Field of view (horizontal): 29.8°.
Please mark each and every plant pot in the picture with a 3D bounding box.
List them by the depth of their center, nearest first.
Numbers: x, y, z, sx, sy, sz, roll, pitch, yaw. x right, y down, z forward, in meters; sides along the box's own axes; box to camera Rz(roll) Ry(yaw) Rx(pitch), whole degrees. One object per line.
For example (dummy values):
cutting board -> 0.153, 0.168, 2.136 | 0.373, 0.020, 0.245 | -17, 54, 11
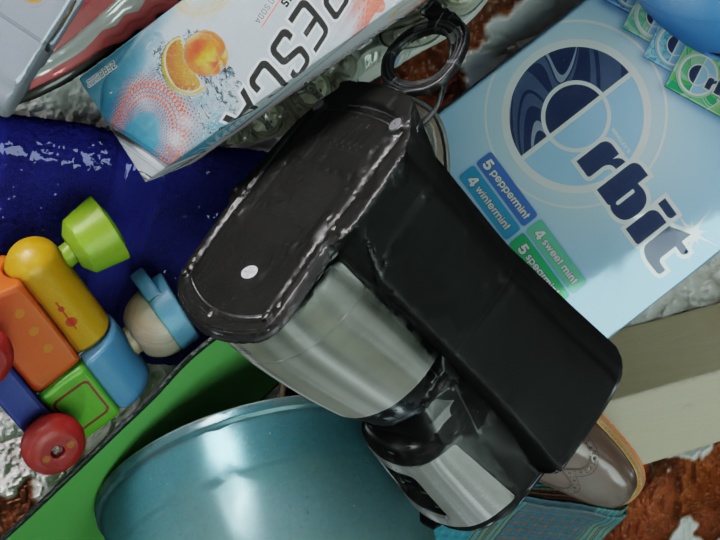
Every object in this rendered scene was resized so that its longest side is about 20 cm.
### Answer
plant pot -> -0.038, 0.203, 0.774 | 0.199, 0.189, 0.200 | -13, 149, -8

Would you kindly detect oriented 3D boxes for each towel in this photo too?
towel -> -0.131, -0.015, 0.773 | 0.199, 0.050, 0.148 | 6, 121, -26
towel -> 0.083, 0.215, 0.940 | 0.146, 0.022, 0.200 | 9, 129, -25

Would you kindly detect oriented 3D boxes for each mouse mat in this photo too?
mouse mat -> -0.125, 0.110, 0.804 | 0.200, 0.008, 0.161 | -44, 164, 3

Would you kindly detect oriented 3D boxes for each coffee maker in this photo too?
coffee maker -> 0.042, 0.011, 0.688 | 0.192, 0.135, 0.200 | -41, 124, 11

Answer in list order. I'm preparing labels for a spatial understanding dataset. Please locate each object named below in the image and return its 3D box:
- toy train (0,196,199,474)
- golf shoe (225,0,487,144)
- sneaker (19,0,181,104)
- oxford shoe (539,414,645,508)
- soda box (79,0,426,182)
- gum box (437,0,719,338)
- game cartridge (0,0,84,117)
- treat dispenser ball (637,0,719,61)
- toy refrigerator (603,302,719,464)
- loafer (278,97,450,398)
toy train -> -0.171, 0.002, 0.690 | 0.116, 0.085, 0.200 | -36, 129, -9
golf shoe -> -0.011, -0.125, 0.746 | 0.199, 0.097, 0.079 | -22, 88, 17
sneaker -> -0.141, -0.154, 0.690 | 0.200, 0.074, 0.087 | -33, 102, -1
oxford shoe -> 0.086, 0.103, 0.854 | 0.199, 0.073, 0.071 | 28, 125, 3
soda box -> -0.037, -0.125, 0.664 | 0.200, 0.068, 0.064 | -33, 93, 20
gum box -> 0.146, -0.066, 0.818 | 0.200, 0.045, 0.170 | -38, 95, 0
game cartridge -> -0.169, -0.191, 0.631 | 0.133, 0.042, 0.201 | 32, 94, -11
treat dispenser ball -> 0.225, -0.205, 0.703 | 0.200, 0.201, 0.202 | -10, 120, -18
toy refrigerator -> 0.212, 0.085, 0.950 | 0.199, 0.076, 0.070 | -14, 121, -16
loafer -> 0.000, 0.000, 0.778 | 0.072, 0.063, 0.201 | 21, 109, 8
